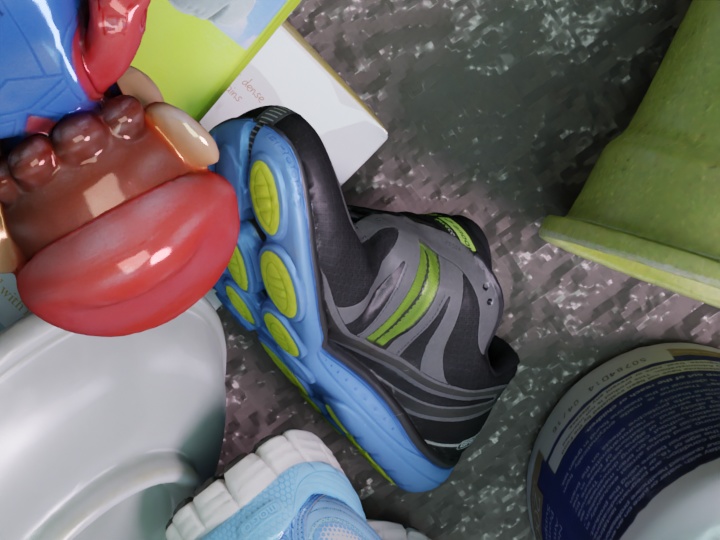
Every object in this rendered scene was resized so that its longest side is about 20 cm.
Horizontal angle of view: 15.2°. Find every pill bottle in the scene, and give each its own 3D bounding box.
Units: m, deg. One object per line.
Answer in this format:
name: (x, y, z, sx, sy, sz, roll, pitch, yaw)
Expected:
pill bottle: (0.128, 0.103, 0.926, 0.110, 0.200, 0.112, -2, 105, -7)

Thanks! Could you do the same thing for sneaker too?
sneaker: (0.000, 0.133, 0.939, 0.078, 0.090, 0.200, -38, 149, 3)
sneaker: (0.000, 0.000, 0.923, 0.083, 0.071, 0.200, -47, 142, -9)

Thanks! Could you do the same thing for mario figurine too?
mario figurine: (-0.104, -0.069, 0.805, 0.106, 0.123, 0.200, -50, 123, -36)

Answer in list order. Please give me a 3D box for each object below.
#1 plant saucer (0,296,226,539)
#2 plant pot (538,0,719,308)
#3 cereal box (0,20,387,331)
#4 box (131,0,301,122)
plant saucer: (-0.105, 0.095, 0.899, 0.050, 0.200, 0.200, 39, 98, 23)
plant pot: (0.183, -0.065, 0.910, 0.200, 0.200, 0.185, 20, 89, -13)
cereal box: (-0.109, -0.029, 0.940, 0.144, 0.040, 0.200, 43, 96, -14)
box: (-0.053, -0.142, 0.869, 0.122, 0.048, 0.200, 39, 101, -7)
